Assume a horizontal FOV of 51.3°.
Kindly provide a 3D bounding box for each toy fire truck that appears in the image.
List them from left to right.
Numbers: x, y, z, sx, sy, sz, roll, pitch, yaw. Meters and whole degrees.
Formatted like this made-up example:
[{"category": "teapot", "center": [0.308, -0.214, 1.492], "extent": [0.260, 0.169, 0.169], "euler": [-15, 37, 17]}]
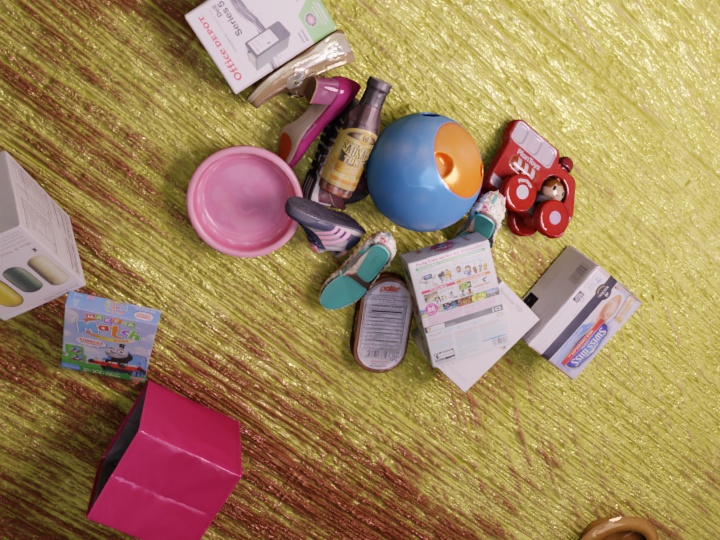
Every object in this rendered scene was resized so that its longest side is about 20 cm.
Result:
[{"category": "toy fire truck", "center": [0.320, -0.159, 1.376], "extent": [0.200, 0.112, 0.168], "euler": [33, 81, -19]}]

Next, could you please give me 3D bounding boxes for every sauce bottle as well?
[{"category": "sauce bottle", "center": [-0.007, -0.219, 1.235], "extent": [0.066, 0.066, 0.201], "euler": [17, 110, -15]}]

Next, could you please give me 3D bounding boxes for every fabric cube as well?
[{"category": "fabric cube", "center": [-0.352, 0.359, 1.368], "extent": [0.199, 0.196, 0.200], "euler": [30, 99, -19]}]

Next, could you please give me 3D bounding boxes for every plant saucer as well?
[{"category": "plant saucer", "center": [-0.200, -0.123, 1.308], "extent": [0.200, 0.051, 0.201], "euler": [-2, 113, -4]}]

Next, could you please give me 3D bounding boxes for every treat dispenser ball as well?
[{"category": "treat dispenser ball", "center": [0.109, -0.167, 1.278], "extent": [0.200, 0.201, 0.202], "euler": [-3, 108, -9]}]

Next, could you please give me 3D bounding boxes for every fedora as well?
[{"category": "fedora", "center": [0.558, 0.608, 1.668], "extent": [0.200, 0.082, 0.201], "euler": [-2, 111, -5]}]

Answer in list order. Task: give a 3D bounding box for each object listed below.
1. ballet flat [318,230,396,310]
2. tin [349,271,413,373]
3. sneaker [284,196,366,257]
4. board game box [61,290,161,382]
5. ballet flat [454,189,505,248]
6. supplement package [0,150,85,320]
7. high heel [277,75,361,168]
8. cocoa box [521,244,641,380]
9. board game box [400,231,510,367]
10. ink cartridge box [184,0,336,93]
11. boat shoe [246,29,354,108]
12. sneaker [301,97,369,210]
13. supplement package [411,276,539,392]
[{"category": "ballet flat", "center": [0.000, 0.000, 1.363], "extent": [0.076, 0.064, 0.200], "euler": [39, 125, -13]}, {"category": "tin", "center": [0.043, 0.102, 1.441], "extent": [0.111, 0.042, 0.201], "euler": [3, 107, -15]}, {"category": "sneaker", "center": [-0.072, -0.067, 1.308], "extent": [0.082, 0.070, 0.200], "euler": [-50, 144, 16]}, {"category": "board game box", "center": [-0.438, 0.120, 1.306], "extent": [0.151, 0.037, 0.200], "euler": [13, 139, -13]}, {"category": "ballet flat", "center": [0.221, -0.084, 1.347], "extent": [0.075, 0.200, 0.064], "euler": [29, 72, 1]}, {"category": "supplement package", "center": [-0.559, -0.049, 1.176], "extent": [0.151, 0.151, 0.200], "euler": [-24, 153, -3]}, {"category": "high heel", "center": [-0.073, -0.243, 1.282], "extent": [0.096, 0.068, 0.200], "euler": [-3, 144, -35]}, {"category": "cocoa box", "center": [0.406, 0.080, 1.445], "extent": [0.131, 0.133, 0.200], "euler": [36, 99, -19]}, {"category": "board game box", "center": [0.166, 0.051, 1.310], "extent": [0.147, 0.064, 0.201], "euler": [-16, 109, -4]}, {"category": "ink cartridge box", "center": [-0.162, -0.402, 1.217], "extent": [0.200, 0.084, 0.146], "euler": [-33, 109, 2]}, {"category": "boat shoe", "center": [-0.098, -0.325, 1.259], "extent": [0.200, 0.074, 0.067], "euler": [-34, 105, 2]}, {"category": "sneaker", "center": [-0.017, -0.198, 1.324], "extent": [0.115, 0.076, 0.201], "euler": [18, 109, -26]}, {"category": "supplement package", "center": [0.215, 0.108, 1.429], "extent": [0.117, 0.117, 0.200], "euler": [42, 96, -18]}]
